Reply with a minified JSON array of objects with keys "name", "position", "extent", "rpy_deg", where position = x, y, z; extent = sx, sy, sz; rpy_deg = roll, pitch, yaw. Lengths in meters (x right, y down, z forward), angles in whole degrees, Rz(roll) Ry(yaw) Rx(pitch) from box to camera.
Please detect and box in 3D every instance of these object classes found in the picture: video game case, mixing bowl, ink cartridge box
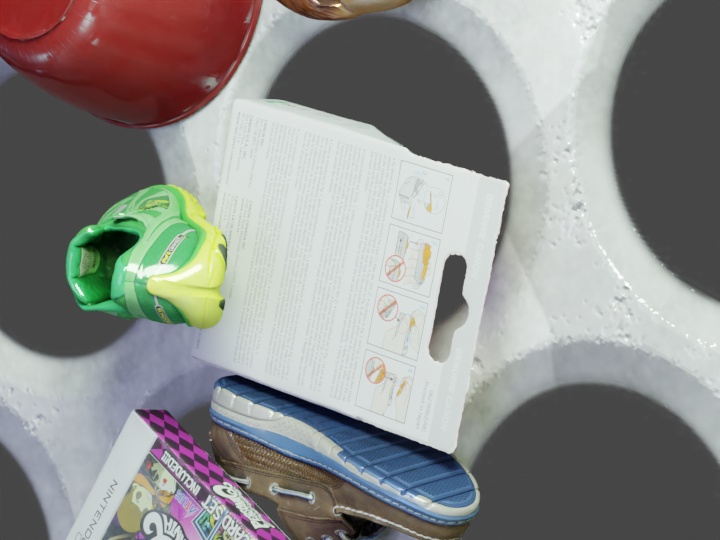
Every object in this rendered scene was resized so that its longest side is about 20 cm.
[{"name":"video game case","position":[-0.106,0.210,1.636],"extent":[0.200,0.036,0.182],"rpy_deg":[43,114,36]},{"name":"mixing bowl","position":[-0.167,-0.185,1.687],"extent":[0.200,0.108,0.201],"rpy_deg":[3,94,38]},{"name":"ink cartridge box","position":[0.000,0.000,1.611],"extent":[0.200,0.050,0.161],"rpy_deg":[18,103,33]}]

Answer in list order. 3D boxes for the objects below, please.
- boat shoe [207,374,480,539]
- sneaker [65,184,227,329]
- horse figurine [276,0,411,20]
[{"name":"boat shoe","position":[-0.010,0.123,1.616],"extent":[0.200,0.072,0.073],"rpy_deg":[25,112,44]},{"name":"sneaker","position":[-0.133,-0.013,1.650],"extent":[0.200,0.083,0.074],"rpy_deg":[-157,74,-72]},{"name":"horse figurine","position":[0.018,-0.199,1.574],"extent":[0.200,0.050,0.133],"rpy_deg":[-34,90,25]}]
